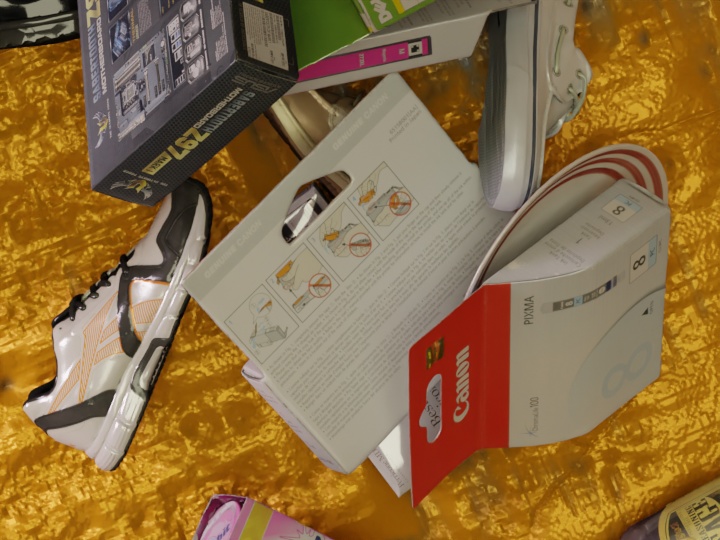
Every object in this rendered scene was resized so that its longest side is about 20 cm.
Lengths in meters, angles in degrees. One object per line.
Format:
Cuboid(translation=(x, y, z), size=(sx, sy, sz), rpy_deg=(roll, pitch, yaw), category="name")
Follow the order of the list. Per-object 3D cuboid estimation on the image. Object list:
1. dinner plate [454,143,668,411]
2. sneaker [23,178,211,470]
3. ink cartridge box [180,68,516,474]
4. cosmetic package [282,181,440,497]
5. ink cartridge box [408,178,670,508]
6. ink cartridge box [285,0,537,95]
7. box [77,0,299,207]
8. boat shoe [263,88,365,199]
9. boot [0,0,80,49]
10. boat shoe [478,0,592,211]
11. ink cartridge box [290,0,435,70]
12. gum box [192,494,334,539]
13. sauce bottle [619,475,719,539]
Cuboid(translation=(0.124, 0.002, 1.677), size=(0.024, 0.200, 0.200), rpy_deg=(36, 95, 30), category="dinner plate")
Cuboid(translation=(-0.157, 0.028, 1.707), size=(0.080, 0.074, 0.200), rpy_deg=(24, 95, -2), category="sneaker")
Cuboid(translation=(0.000, 0.000, 1.659), size=(0.200, 0.044, 0.174), rpy_deg=(-46, 111, -12), category="ink cartridge box")
Cuboid(translation=(-0.003, 0.046, 1.730), size=(0.083, 0.051, 0.200), rpy_deg=(-37, 96, 4), category="cosmetic package")
Cuboid(translation=(0.114, 0.056, 1.649), size=(0.047, 0.160, 0.200), rpy_deg=(35, 57, 30), category="ink cartridge box")
Cuboid(translation=(0.004, -0.160, 1.651), size=(0.200, 0.095, 0.037), rpy_deg=(-14, 127, -9), category="ink cartridge box")
Cuboid(translation=(-0.110, -0.162, 1.578), size=(0.051, 0.158, 0.200), rpy_deg=(17, 52, -35), category="box")
Cuboid(translation=(-0.008, -0.085, 1.711), size=(0.065, 0.071, 0.200), rpy_deg=(-40, 106, -2), category="boat shoe")
Cuboid(translation=(-0.251, -0.220, 1.681), size=(0.211, 0.079, 0.158), rpy_deg=(-4, 96, 0), category="boot")
Cuboid(translation=(0.117, -0.127, 1.667), size=(0.067, 0.074, 0.200), rpy_deg=(9, 63, -10), category="boat shoe")
Cuboid(translation=(-0.027, -0.207, 1.582), size=(0.200, 0.148, 0.076), rpy_deg=(-28, 136, 2), category="ink cartridge box")
Cuboid(translation=(-0.077, 0.260, 1.700), size=(0.113, 0.066, 0.200), rpy_deg=(28, 75, -21), category="gum box")
Cuboid(translation=(0.224, 0.184, 1.743), size=(0.200, 0.066, 0.066), rpy_deg=(-31, 96, 2), category="sauce bottle")
